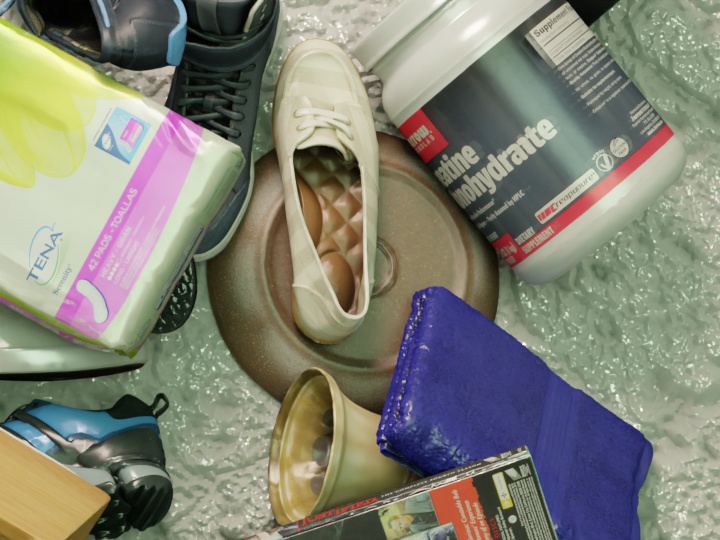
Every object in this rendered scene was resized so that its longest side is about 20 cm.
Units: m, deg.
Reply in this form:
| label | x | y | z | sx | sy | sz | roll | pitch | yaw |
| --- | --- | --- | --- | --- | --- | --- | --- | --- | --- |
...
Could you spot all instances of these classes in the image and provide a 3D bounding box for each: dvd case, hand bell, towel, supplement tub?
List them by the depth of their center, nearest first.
| label | x | y | z | sx | sy | sz | roll | pitch | yaw |
| --- | --- | --- | --- | --- | --- | --- | --- | --- | --- |
| dvd case | 0.030 | 0.203 | 1.623 | 0.200 | 0.022 | 0.146 | -19 | 109 | 0 |
| towel | 0.099 | 0.113 | 1.686 | 0.200 | 0.050 | 0.148 | 38 | 36 | -18 |
| hand bell | 0.051 | 0.131 | 1.705 | 0.200 | 0.104 | 0.104 | 12 | 77 | -22 |
| supplement tub | 0.104 | -0.104 | 1.721 | 0.140 | 0.140 | 0.200 | -40 | 90 | -17 |

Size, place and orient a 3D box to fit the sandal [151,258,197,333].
| label | x | y | z | sx | sy | sz | roll | pitch | yaw |
| --- | --- | --- | --- | --- | --- | --- | --- | --- | --- |
| sandal | -0.178 | -0.038 | 1.689 | 0.200 | 0.048 | 0.075 | 41 | 96 | 10 |

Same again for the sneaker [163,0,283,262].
| label | x | y | z | sx | sy | sz | roll | pitch | yaw |
| --- | --- | --- | --- | --- | --- | --- | --- | --- | --- |
| sneaker | -0.099 | -0.117 | 1.669 | 0.077 | 0.146 | 0.203 | 10 | 76 | 3 |

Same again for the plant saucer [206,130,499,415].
| label | x | y | z | sx | sy | sz | roll | pitch | yaw |
| --- | --- | --- | --- | --- | --- | --- | --- | --- | --- |
| plant saucer | 0.000 | 0.000 | 1.733 | 0.200 | 0.037 | 0.201 | 3 | 79 | -13 |

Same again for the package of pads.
| label | x | y | z | sx | sy | sz | roll | pitch | yaw |
| --- | --- | --- | --- | --- | --- | --- | --- | --- | --- |
| package of pads | -0.193 | -0.051 | 1.616 | 0.200 | 0.068 | 0.155 | 29 | 86 | 4 |

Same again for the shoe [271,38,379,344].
| label | x | y | z | sx | sy | sz | roll | pitch | yaw |
| --- | --- | --- | --- | --- | --- | --- | --- | --- | --- |
| shoe | -0.017 | -0.055 | 1.692 | 0.070 | 0.053 | 0.200 | -2 | 80 | -14 |

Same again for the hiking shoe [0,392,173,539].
| label | x | y | z | sx | sy | sz | roll | pitch | yaw |
| --- | --- | --- | --- | --- | --- | --- | --- | --- | --- |
| hiking shoe | -0.218 | 0.126 | 1.652 | 0.200 | 0.074 | 0.087 | -2 | 51 | -7 |

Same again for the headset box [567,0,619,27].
| label | x | y | z | sx | sy | sz | roll | pitch | yaw |
| --- | --- | --- | --- | --- | --- | --- | --- | --- | --- |
| headset box | 0.132 | -0.262 | 1.726 | 0.174 | 0.200 | 0.093 | 44 | 74 | -1 |

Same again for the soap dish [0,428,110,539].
| label | x | y | z | sx | sy | sz | roll | pitch | yaw |
| --- | --- | --- | --- | --- | --- | --- | --- | --- | --- |
| soap dish | -0.266 | 0.176 | 1.567 | 0.157 | 0.081 | 0.200 | 32 | 112 | -6 |

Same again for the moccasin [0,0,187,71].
| label | x | y | z | sx | sy | sz | roll | pitch | yaw |
| --- | --- | --- | --- | --- | --- | --- | --- | --- | --- |
| moccasin | -0.184 | -0.180 | 1.645 | 0.068 | 0.200 | 0.081 | -10 | 114 | -35 |

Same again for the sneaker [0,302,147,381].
| label | x | y | z | sx | sy | sz | roll | pitch | yaw |
| --- | --- | --- | --- | --- | --- | --- | --- | --- | --- |
| sneaker | -0.232 | 0.027 | 1.654 | 0.200 | 0.073 | 0.085 | 3 | 82 | -11 |
